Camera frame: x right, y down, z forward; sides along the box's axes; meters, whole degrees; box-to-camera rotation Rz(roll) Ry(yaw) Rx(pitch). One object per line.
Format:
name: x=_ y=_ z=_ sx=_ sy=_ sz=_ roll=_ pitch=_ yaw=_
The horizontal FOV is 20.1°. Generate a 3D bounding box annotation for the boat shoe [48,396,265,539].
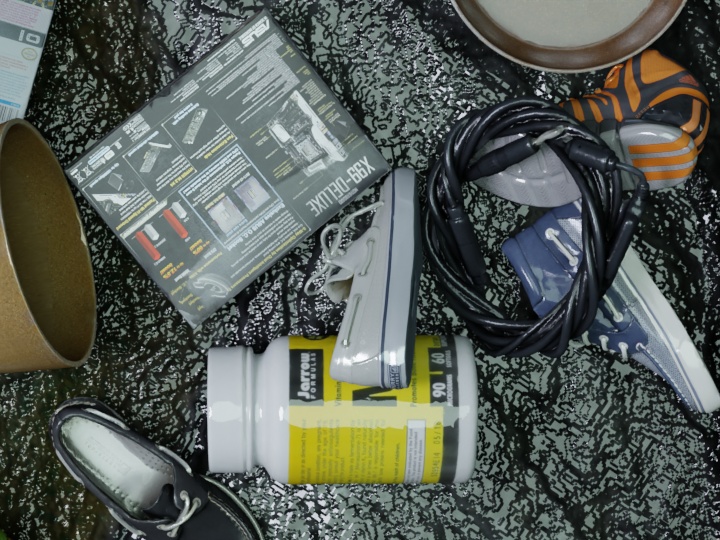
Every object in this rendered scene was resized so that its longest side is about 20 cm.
boat shoe: x=-0.156 y=0.170 z=1.560 sx=0.200 sy=0.060 sz=0.074 roll=43 pitch=89 yaw=-4

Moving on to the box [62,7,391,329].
box: x=-0.101 y=-0.079 z=1.553 sx=0.200 sy=0.050 sz=0.158 roll=-40 pitch=99 yaw=-1

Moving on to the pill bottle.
pill bottle: x=-0.015 y=0.105 z=1.538 sx=0.200 sy=0.114 sz=0.115 roll=0 pitch=92 yaw=-3

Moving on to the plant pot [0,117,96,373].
plant pot: x=-0.320 y=0.003 z=1.501 sx=0.200 sy=0.186 sz=0.187 roll=-14 pitch=93 yaw=10

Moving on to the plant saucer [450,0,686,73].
plant saucer: x=0.155 y=-0.248 z=1.527 sx=0.200 sy=0.034 sz=0.201 roll=0 pitch=94 yaw=-2

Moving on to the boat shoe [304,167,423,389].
boat shoe: x=0.000 y=0.004 z=1.521 sx=0.086 sy=0.075 sz=0.202 roll=0 pitch=53 yaw=7

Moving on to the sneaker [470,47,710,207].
sneaker: x=0.175 y=-0.112 z=1.563 sx=0.200 sy=0.112 sz=0.078 roll=2 pitch=133 yaw=24

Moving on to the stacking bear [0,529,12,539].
stacking bear: x=-0.287 y=0.243 z=1.536 sx=0.200 sy=0.122 sz=0.114 roll=33 pitch=117 yaw=-14

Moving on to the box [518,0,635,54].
box: x=0.172 y=-0.301 z=1.564 sx=0.200 sy=0.050 sz=0.199 roll=-38 pitch=96 yaw=0

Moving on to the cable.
cable: x=0.117 y=-0.026 z=1.517 sx=0.163 sy=0.051 sz=0.200 roll=29 pitch=118 yaw=15

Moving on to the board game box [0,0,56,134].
board game box: x=-0.303 y=-0.218 z=1.516 sx=0.147 sy=0.064 sz=0.200 roll=16 pitch=93 yaw=-23

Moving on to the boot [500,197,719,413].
boot: x=0.194 y=0.040 z=1.576 sx=0.090 sy=0.073 sz=0.200 roll=-32 pitch=86 yaw=6
